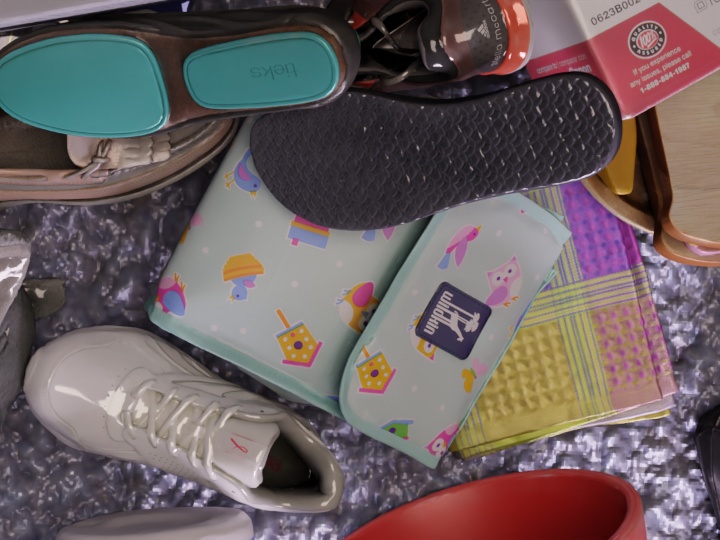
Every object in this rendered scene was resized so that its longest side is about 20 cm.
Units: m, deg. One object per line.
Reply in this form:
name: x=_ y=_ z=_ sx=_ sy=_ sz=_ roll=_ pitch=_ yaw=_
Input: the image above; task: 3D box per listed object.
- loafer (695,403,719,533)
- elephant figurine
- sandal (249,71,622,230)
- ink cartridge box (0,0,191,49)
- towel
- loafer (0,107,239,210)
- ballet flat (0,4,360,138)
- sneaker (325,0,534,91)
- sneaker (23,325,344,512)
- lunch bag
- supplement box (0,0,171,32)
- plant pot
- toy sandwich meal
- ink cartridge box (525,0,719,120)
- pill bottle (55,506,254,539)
loafer: x=0.258 y=0.176 z=1.358 sx=0.068 sy=0.070 sz=0.201 roll=-20 pitch=95 yaw=-12
elephant figurine: x=-0.241 y=0.008 z=1.169 sx=0.141 sy=0.200 sz=0.155 roll=-1 pitch=50 yaw=0
sandal: x=0.040 y=-0.064 z=1.177 sx=0.200 sy=0.043 sz=0.076 roll=-3 pitch=101 yaw=14
ink cartridge box: x=-0.184 y=-0.208 z=1.265 sx=0.200 sy=0.047 sz=0.198 roll=11 pitch=88 yaw=-11
towel: x=0.099 y=0.008 z=1.328 sx=0.144 sy=0.023 sz=0.200 roll=-16 pitch=94 yaw=5
loafer: x=-0.168 y=-0.074 z=1.227 sx=0.200 sy=0.063 sz=0.072 roll=-12 pitch=73 yaw=8
ballet flat: x=-0.095 y=-0.109 z=1.178 sx=0.200 sy=0.068 sz=0.068 roll=-1 pitch=116 yaw=12
sneaker: x=0.014 y=-0.134 z=1.228 sx=0.082 sy=0.200 sz=0.077 roll=-20 pitch=100 yaw=-26
sneaker: x=-0.090 y=0.085 z=1.244 sx=0.200 sy=0.099 sz=0.078 roll=20 pitch=86 yaw=-26
lunch bag: x=0.000 y=0.000 z=1.264 sx=0.200 sy=0.122 sz=0.170 roll=29 pitch=88 yaw=-5
supplement box: x=-0.153 y=-0.183 z=1.157 sx=0.200 sy=0.103 sz=0.101 roll=-7 pitch=95 yaw=21
plant pot: x=0.085 y=0.233 z=1.269 sx=0.200 sy=0.200 sz=0.177 roll=-20 pitch=105 yaw=-12
toy sandwich meal: x=0.202 y=-0.103 z=1.289 sx=0.205 sy=0.070 sz=0.205 roll=1 pitch=88 yaw=-18
ink cartridge box: x=0.138 y=-0.195 z=1.197 sx=0.145 sy=0.083 sz=0.200 roll=-29 pitch=97 yaw=-19
pill bottle: x=-0.109 y=0.240 z=1.252 sx=0.114 sy=0.114 sz=0.200 roll=-5 pitch=92 yaw=-13
